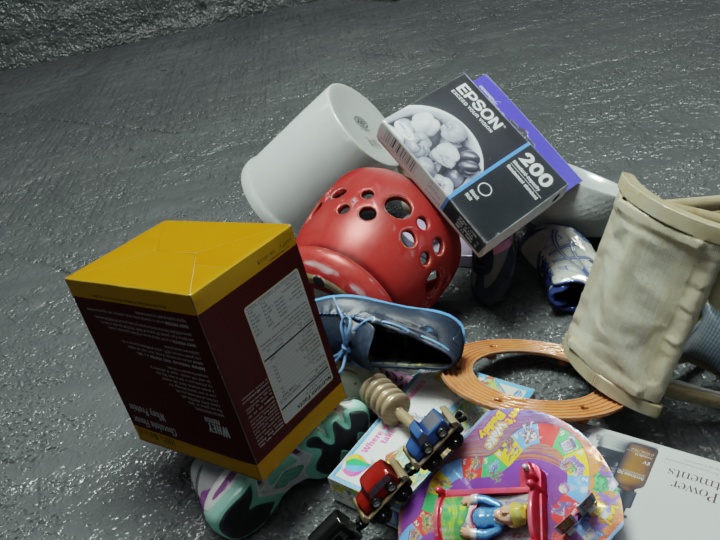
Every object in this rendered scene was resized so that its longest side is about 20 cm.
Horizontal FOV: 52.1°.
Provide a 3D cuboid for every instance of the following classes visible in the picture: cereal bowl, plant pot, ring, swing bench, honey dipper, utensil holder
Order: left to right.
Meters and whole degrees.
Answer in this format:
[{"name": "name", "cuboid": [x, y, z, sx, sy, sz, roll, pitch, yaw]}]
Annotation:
[{"name": "utensil holder", "cuboid": [-0.059, -0.165, 1.141, 0.200, 0.170, 0.170, -39, 20, 29]}, {"name": "plant pot", "cuboid": [0.000, 0.000, 0.921, 0.200, 0.201, 0.183, 12, 45, 34]}, {"name": "honey dipper", "cuboid": [0.067, 0.166, 0.724, 0.038, 0.038, 0.200, -27, 37, -22]}, {"name": "ring", "cuboid": [0.183, 0.116, 0.780, 0.199, 0.019, 0.201, 2, 17, -1]}, {"name": "cereal bowl", "cuboid": [0.289, -0.100, 1.045, 0.199, 0.084, 0.200, 18, 20, -7]}, {"name": "swing bench", "cuboid": [0.327, 0.029, 0.709, 0.199, 0.200, 0.130, 4, 29, -11]}]

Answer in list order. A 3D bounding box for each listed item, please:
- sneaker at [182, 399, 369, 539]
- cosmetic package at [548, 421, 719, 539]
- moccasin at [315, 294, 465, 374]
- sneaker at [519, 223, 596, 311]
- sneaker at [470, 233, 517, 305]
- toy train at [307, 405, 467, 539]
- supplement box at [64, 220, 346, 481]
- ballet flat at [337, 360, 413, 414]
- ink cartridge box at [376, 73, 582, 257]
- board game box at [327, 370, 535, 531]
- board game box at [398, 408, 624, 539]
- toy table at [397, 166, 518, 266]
[{"name": "sneaker", "cuboid": [-0.099, 0.178, 0.791, 0.199, 0.078, 0.140, -29, 37, -25]}, {"name": "cosmetic package", "cuboid": [0.235, 0.218, 0.639, 0.199, 0.052, 0.151, 11, 42, 34]}, {"name": "moccasin", "cuboid": [0.011, 0.069, 0.788, 0.199, 0.081, 0.068, -1, 28, 10]}, {"name": "sneaker", "cuboid": [0.261, 0.002, 0.938, 0.088, 0.076, 0.200, -26, 34, -20]}, {"name": "sneaker", "cuboid": [0.161, -0.057, 0.961, 0.082, 0.201, 0.070, 11, -4, -34]}, {"name": "toy train", "cuboid": [0.020, 0.197, 0.672, 0.200, 0.046, 0.034, -46, 25, 1]}, {"name": "supplement box", "cuboid": [-0.150, 0.070, 0.733, 0.197, 0.201, 0.133, 4, 31, 39]}, {"name": "ballet flat", "cuboid": [-0.039, 0.132, 0.847, 0.199, 0.071, 0.069, -8, 34, 7]}, {"name": "ink cartridge box", "cuboid": [0.155, -0.146, 0.907, 0.200, 0.043, 0.198, -34, 77, -25]}, {"name": "board game box", "cuboid": [0.079, 0.180, 0.765, 0.134, 0.034, 0.200, 14, 41, 35]}, {"name": "board game box", "cuboid": [0.112, 0.202, 0.619, 0.200, 0.039, 0.158, -46, 46, -4]}, {"name": "toy table", "cuboid": [0.138, -0.095, 1.093, 0.199, 0.118, 0.184, 11, 39, 34]}]
